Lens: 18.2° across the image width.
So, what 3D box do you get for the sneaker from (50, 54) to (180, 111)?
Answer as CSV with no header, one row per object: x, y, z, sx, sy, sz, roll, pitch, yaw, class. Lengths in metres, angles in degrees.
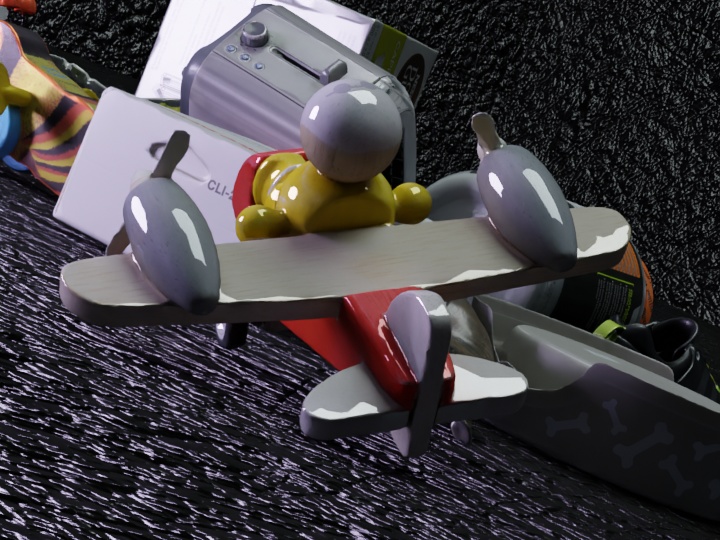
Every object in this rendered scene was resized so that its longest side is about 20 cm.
-0.198,-0.100,1.675,0.199,0.075,0.085,17,-20,-8,sneaker

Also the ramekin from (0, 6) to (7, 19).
-0.347,-0.209,1.635,0.200,0.098,0.200,5,5,0,ramekin

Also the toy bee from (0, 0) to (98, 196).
-0.220,-0.118,1.422,0.199,0.109,0.131,23,6,5,toy bee

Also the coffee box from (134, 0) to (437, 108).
-0.074,-0.165,2.129,0.199,0.200,0.198,24,4,19,coffee box

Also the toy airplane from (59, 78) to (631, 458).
-0.003,-0.010,0.973,0.198,0.142,0.200,10,20,23,toy airplane

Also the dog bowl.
0.142,0.078,1.241,0.199,0.059,0.200,24,4,-2,dog bowl

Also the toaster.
-0.040,-0.070,1.501,0.129,0.200,0.114,29,51,26,toaster

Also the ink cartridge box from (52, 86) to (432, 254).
-0.057,-0.026,1.300,0.144,0.084,0.200,26,4,30,ink cartridge box

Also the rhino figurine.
0.033,0.037,1.134,0.087,0.060,0.200,38,4,-11,rhino figurine

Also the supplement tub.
0.116,0.008,1.531,0.122,0.123,0.200,26,5,33,supplement tub

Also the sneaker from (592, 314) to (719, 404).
0.210,0.075,1.454,0.072,0.083,0.200,27,6,40,sneaker
